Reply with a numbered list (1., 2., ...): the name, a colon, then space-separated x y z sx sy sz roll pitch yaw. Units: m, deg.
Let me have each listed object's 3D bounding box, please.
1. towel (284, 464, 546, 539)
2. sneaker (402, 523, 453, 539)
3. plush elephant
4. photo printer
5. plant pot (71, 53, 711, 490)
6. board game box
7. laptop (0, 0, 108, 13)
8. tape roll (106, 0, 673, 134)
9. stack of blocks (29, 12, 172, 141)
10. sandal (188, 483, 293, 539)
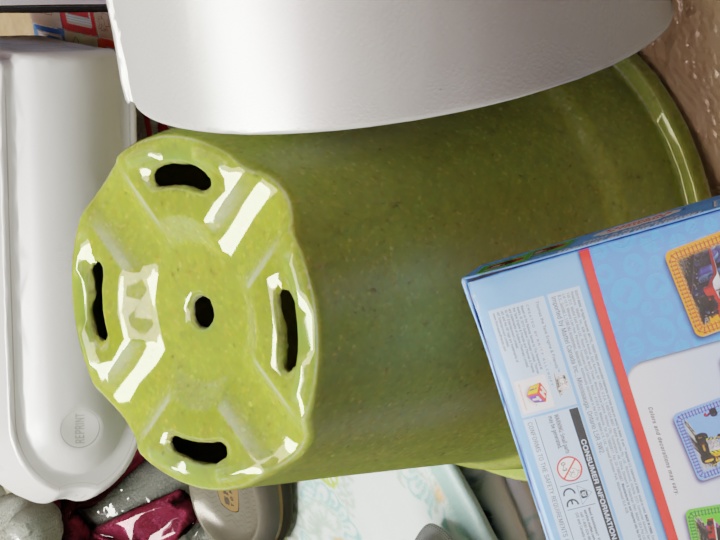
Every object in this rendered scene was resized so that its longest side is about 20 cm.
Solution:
1. towel: 0.027 0.130 1.289 0.171 0.048 0.200 -27 85 56
2. sneaker: -0.002 0.161 1.245 0.200 0.075 0.115 22 120 54
3. plush elephant: -0.144 0.117 1.429 0.200 0.155 0.165 -19 92 57
4. photo printer: -0.142 0.000 1.268 0.166 0.069 0.200 -157 65 -71
5. plant pot: 0.000 0.000 1.092 0.200 0.184 0.201 11 107 42
6. board game box: 0.152 0.044 0.964 0.200 0.037 0.151 -16 95 18
7. laptop: -0.132 -0.225 1.252 0.187 0.116 0.200 6 74 55
8. tape roll: 0.004 -0.142 1.030 0.203 0.203 0.139 13 119 52
9. stack of blocks: -0.067 -0.080 1.297 0.200 0.059 0.115 16 121 51
10. sandal: -0.082 0.046 1.303 0.082 0.055 0.200 23 130 47
